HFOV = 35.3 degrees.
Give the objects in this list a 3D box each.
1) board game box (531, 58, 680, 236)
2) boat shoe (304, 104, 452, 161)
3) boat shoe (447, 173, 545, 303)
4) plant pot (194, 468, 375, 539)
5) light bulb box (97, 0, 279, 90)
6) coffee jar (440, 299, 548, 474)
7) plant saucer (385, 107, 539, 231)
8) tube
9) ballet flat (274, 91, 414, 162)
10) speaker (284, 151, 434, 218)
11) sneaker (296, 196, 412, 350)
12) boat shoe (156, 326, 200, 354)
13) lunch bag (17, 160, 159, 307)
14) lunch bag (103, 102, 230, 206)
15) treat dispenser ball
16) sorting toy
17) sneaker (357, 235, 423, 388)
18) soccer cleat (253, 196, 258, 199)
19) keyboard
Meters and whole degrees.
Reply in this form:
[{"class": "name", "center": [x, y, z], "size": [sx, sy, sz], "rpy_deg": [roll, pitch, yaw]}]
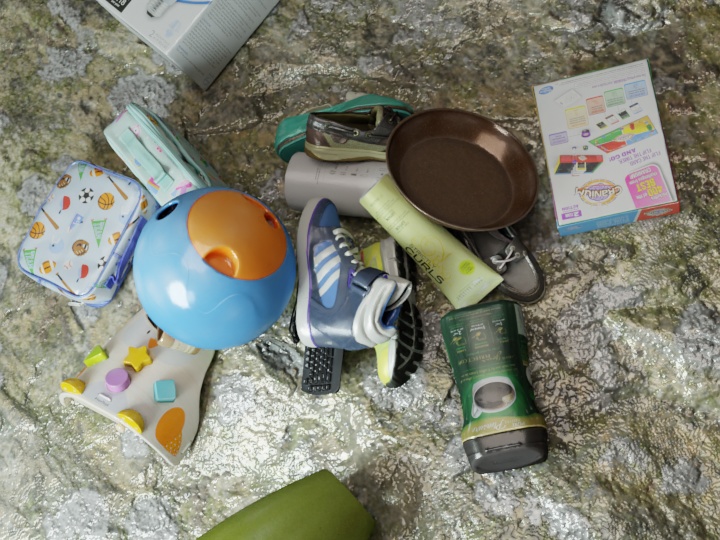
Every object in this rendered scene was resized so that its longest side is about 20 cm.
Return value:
[{"class": "board game box", "center": [0.310, -0.156, 1.435], "size": [0.153, 0.040, 0.200], "rpy_deg": [-11, 71, 15]}, {"class": "boat shoe", "center": [0.026, -0.182, 1.477], "size": [0.200, 0.065, 0.073], "rpy_deg": [-6, 32, -10]}, {"class": "boat shoe", "center": [0.161, -0.042, 1.440], "size": [0.067, 0.057, 0.200], "rpy_deg": [-37, 67, 5]}, {"class": "plant pot", "center": [-0.085, 0.341, 1.359], "size": [0.200, 0.187, 0.187], "rpy_deg": [-42, 66, -14]}, {"class": "light bulb box", "center": [-0.251, -0.410, 1.645], "size": [0.198, 0.125, 0.200], "rpy_deg": [39, 90, 24]}, {"class": "coffee jar", "center": [0.163, 0.142, 1.370], "size": [0.104, 0.085, 0.200], "rpy_deg": [-12, 70, 11]}, {"class": "plant saucer", "center": [0.125, -0.120, 1.422], "size": [0.200, 0.037, 0.201], "rpy_deg": [8, 54, -10]}, {"class": "tube", "center": [0.085, -0.036, 1.423], "size": [0.200, 0.058, 0.052], "rpy_deg": [45, 70, -3]}, {"class": "ballet flat", "center": [-0.027, -0.210, 1.549], "size": [0.200, 0.067, 0.070], "rpy_deg": [-17, 56, 10]}, {"class": "speaker", "center": [0.002, -0.110, 1.499], "size": [0.200, 0.081, 0.081], "rpy_deg": [7, 77, 19]}, {"class": "sneaker", "center": [0.000, 0.000, 1.398], "size": [0.146, 0.081, 0.200], "rpy_deg": [-5, 72, 24]}, {"class": "boat shoe", "center": [-0.247, 0.018, 1.521], "size": [0.071, 0.064, 0.200], "rpy_deg": [-52, 37, 40]}, {"class": "lunch bag", "center": [-0.384, -0.048, 1.610], "size": [0.160, 0.076, 0.200], "rpy_deg": [22, 81, 20]}, {"class": "lunch bag", "center": [-0.253, -0.135, 1.545], "size": [0.077, 0.160, 0.200], "rpy_deg": [-45, 66, 2]}, {"class": "treat dispenser ball", "center": [-0.180, -0.003, 1.401], "size": [0.201, 0.201, 0.201], "rpy_deg": [-5, 73, 16]}, {"class": "sorting toy", "center": [-0.290, 0.132, 1.529], "size": [0.200, 0.107, 0.180], "rpy_deg": [23, 63, 22]}, {"class": "sneaker", "center": [0.025, 0.057, 1.453], "size": [0.090, 0.078, 0.200], "rpy_deg": [-12, 65, 23]}, {"class": "soccer cleat", "center": [-0.153, 0.001, 1.531], "size": [0.081, 0.068, 0.200], "rpy_deg": [14, 85, 12]}, {"class": "keyboard", "center": [-0.060, 0.062, 1.467], "size": [0.104, 0.040, 0.200], "rpy_deg": [-14, 65, 49]}]
